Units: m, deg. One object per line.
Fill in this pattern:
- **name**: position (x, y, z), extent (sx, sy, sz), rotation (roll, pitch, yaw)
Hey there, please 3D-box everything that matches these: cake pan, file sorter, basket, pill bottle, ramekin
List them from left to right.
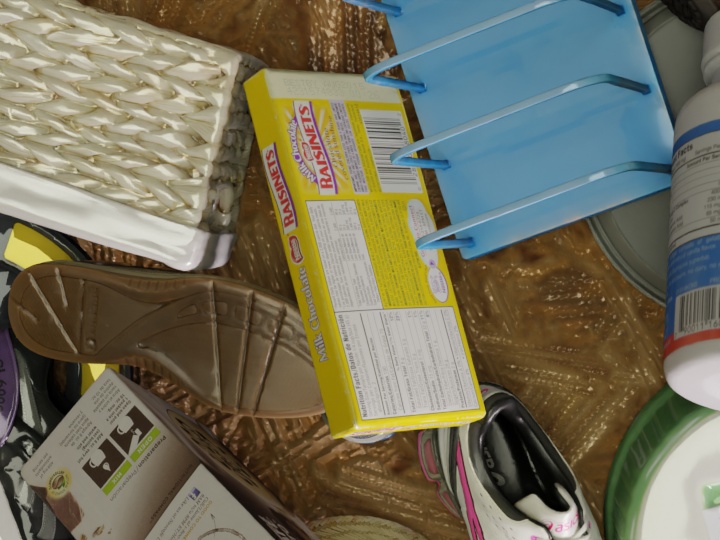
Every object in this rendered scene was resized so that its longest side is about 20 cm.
- **basket**: position (-0.159, -0.087, 1.261), extent (0.198, 0.136, 0.124), rotation (16, 93, 5)
- **file sorter**: position (0.073, -0.123, 1.214), extent (0.138, 0.123, 0.202), rotation (-19, 84, 19)
- **cake pan**: position (0.218, -0.067, 1.267), extent (0.198, 0.037, 0.202), rotation (0, 94, 7)
- **pill bottle**: position (0.217, -0.034, 1.172), extent (0.111, 0.112, 0.202), rotation (4, 71, 6)
- **ramekin**: position (0.234, 0.146, 1.247), extent (0.198, 0.098, 0.202), rotation (0, 94, 7)

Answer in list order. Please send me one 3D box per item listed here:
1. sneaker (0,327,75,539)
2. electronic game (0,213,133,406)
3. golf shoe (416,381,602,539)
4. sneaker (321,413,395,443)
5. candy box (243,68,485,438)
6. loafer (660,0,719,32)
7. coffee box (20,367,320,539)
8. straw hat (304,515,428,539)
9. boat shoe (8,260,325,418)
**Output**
- **sneaker**: position (-0.168, 0.128, 1.279), extent (0.087, 0.076, 0.201), rotation (-27, 102, -2)
- **electronic game**: position (-0.231, 0.058, 1.319), extent (0.198, 0.042, 0.202), rotation (0, 97, 4)
- **golf shoe**: position (0.099, 0.157, 1.261), extent (0.072, 0.092, 0.201), rotation (-30, 92, -18)
- **sneaker**: position (0.000, 0.000, 1.272), extent (0.076, 0.085, 0.202), rotation (-6, 92, 7)
- **candy box**: position (0.002, -0.011, 1.217), extent (0.026, 0.102, 0.202), rotation (-28, 71, 45)
- **loafer**: position (0.169, -0.228, 1.232), extent (0.070, 0.073, 0.201), rotation (-22, 79, 1)
- **coffee box**: position (-0.074, 0.153, 1.186), extent (0.080, 0.113, 0.200), rotation (-50, 54, 1)
- **straw hat**: position (0.014, 0.224, 1.234), extent (0.199, 0.085, 0.203), rotation (7, 70, -20)
- **boat shoe**: position (-0.093, 0.031, 1.251), extent (0.198, 0.072, 0.073), rotation (10, 102, 14)
